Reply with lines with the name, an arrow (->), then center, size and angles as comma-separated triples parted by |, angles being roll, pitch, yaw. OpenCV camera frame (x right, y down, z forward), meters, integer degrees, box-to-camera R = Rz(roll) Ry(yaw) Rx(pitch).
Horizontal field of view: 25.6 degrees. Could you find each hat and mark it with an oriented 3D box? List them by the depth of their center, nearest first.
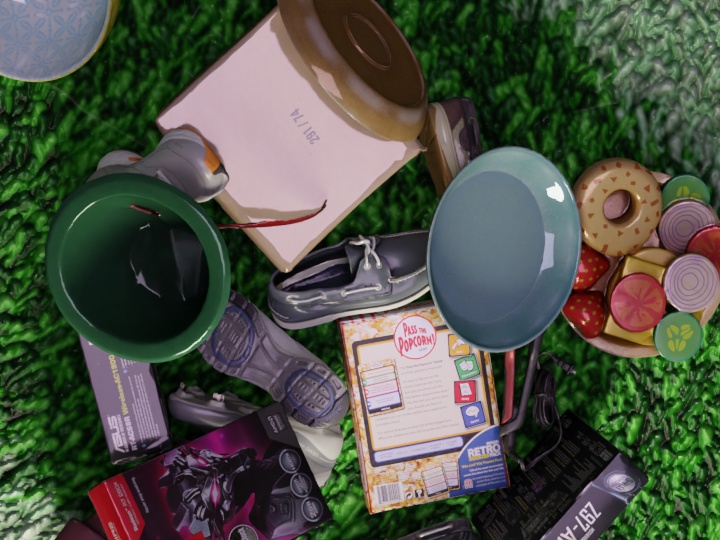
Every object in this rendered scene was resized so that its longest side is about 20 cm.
hat -> -0.168, -0.015, 1.462 | 0.198, 0.176, 0.167 | 25, 107, 6

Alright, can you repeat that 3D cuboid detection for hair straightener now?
hair straightener -> 0.182, 0.104, 1.610 | 0.076, 0.041, 0.203 | 5, 75, 1

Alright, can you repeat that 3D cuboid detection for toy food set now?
toy food set -> 0.294, -0.008, 1.638 | 0.196, 0.049, 0.202 | 16, 94, -9

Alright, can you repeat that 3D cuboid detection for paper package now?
paper package -> -0.072, -0.134, 1.551 | 0.190, 0.103, 0.200 | -42, 100, -1

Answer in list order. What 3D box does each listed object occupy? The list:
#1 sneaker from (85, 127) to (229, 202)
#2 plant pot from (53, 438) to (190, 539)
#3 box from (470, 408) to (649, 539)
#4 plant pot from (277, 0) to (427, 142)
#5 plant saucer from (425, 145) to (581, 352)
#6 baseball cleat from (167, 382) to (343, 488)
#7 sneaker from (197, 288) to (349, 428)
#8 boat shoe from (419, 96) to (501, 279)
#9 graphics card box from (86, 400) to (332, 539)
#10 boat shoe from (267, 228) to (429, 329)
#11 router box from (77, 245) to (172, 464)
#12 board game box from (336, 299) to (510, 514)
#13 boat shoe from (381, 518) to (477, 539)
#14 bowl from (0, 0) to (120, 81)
sneaker -> -0.203, -0.071, 1.490 | 0.076, 0.199, 0.092 | 54, 54, -19
plant pot -> -0.181, 0.275, 1.548 | 0.200, 0.200, 0.179 | 42, 75, -10
box -> 0.193, 0.229, 1.575 | 0.043, 0.200, 0.161 | 41, 90, -9
plant pot -> 0.000, -0.213, 1.508 | 0.027, 0.200, 0.200 | -35, 101, 28
plant saucer -> 0.134, -0.022, 1.559 | 0.198, 0.036, 0.203 | -7, 102, -35
baseball cleat -> -0.109, 0.180, 1.577 | 0.198, 0.070, 0.108 | 16, 96, -26
sneaker -> -0.093, 0.089, 1.590 | 0.199, 0.087, 0.075 | 40, 93, 9
boat shoe -> 0.114, -0.077, 1.594 | 0.064, 0.073, 0.202 | -19, 104, -11
graphics card box -> -0.136, 0.217, 1.463 | 0.198, 0.051, 0.127 | -21, 82, -32
boat shoe -> 0.000, 0.000, 1.581 | 0.198, 0.062, 0.073 | -19, 55, 0
router box -> -0.235, 0.070, 1.528 | 0.061, 0.150, 0.203 | -15, 98, -6
board game box -> 0.064, 0.135, 1.626 | 0.149, 0.046, 0.203 | -9, 97, -6
boat shoe -> 0.035, 0.311, 1.631 | 0.198, 0.071, 0.072 | -19, 135, 14
bowl -> -0.300, -0.291, 1.489 | 0.198, 0.108, 0.202 | 9, 119, 16
